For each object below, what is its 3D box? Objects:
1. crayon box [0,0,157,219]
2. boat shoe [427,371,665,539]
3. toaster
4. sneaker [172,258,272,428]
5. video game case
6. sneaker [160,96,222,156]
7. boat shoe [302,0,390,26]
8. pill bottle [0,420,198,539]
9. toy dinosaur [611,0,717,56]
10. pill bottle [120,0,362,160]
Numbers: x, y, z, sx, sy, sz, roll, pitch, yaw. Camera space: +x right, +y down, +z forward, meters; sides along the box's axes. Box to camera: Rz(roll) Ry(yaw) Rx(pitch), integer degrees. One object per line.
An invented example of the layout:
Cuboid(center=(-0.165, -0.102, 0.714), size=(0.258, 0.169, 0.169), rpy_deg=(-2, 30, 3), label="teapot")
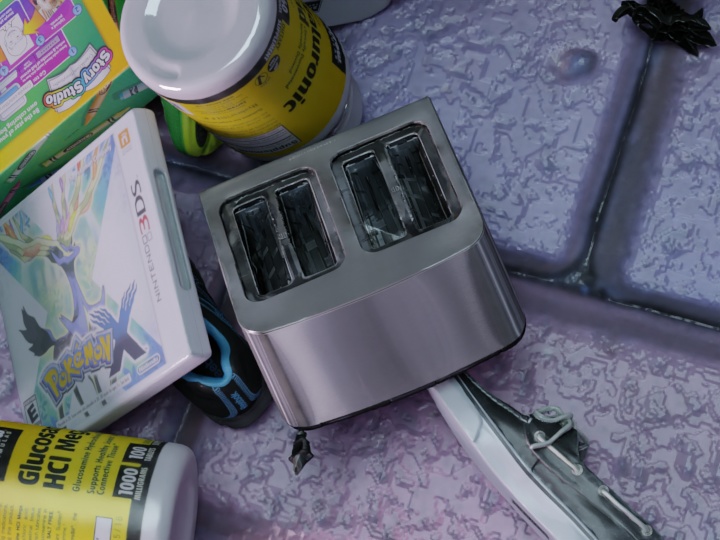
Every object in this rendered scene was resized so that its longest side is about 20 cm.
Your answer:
Cuboid(center=(-0.241, -0.132, 1.528), size=(0.200, 0.058, 0.119), rpy_deg=(-37, 68, 18), label="crayon box")
Cuboid(center=(0.124, 0.128, 1.409), size=(0.068, 0.074, 0.199), rpy_deg=(-40, 66, -7), label="boat shoe")
Cuboid(center=(0.000, 0.000, 1.415), size=(0.180, 0.119, 0.200), rpy_deg=(-23, 46, 3), label="toaster")
Cuboid(center=(-0.138, 0.022, 1.483), size=(0.073, 0.082, 0.200), rpy_deg=(-46, 70, -4), label="sneaker")
Cuboid(center=(-0.186, 0.013, 1.461), size=(0.200, 0.022, 0.183), rpy_deg=(-34, 63, 42), label="video game case")
Cuboid(center=(-0.148, -0.171, 1.561), size=(0.083, 0.074, 0.200), rpy_deg=(-27, 72, 28), label="sneaker")
Cuboid(center=(-0.074, -0.210, 1.524), size=(0.200, 0.071, 0.064), rpy_deg=(-7, 57, -30), label="boat shoe")
Cuboid(center=(-0.216, 0.161, 1.428), size=(0.199, 0.112, 0.113), rpy_deg=(7, 74, 6), label="pill bottle")
Cuboid(center=(0.229, -0.238, 1.513), size=(0.199, 0.102, 0.136), rpy_deg=(-6, 55, 26), label="toy dinosaur")
Cuboid(center=(-0.073, -0.140, 1.454), size=(0.111, 0.200, 0.112), rpy_deg=(-6, 72, 21), label="pill bottle")
